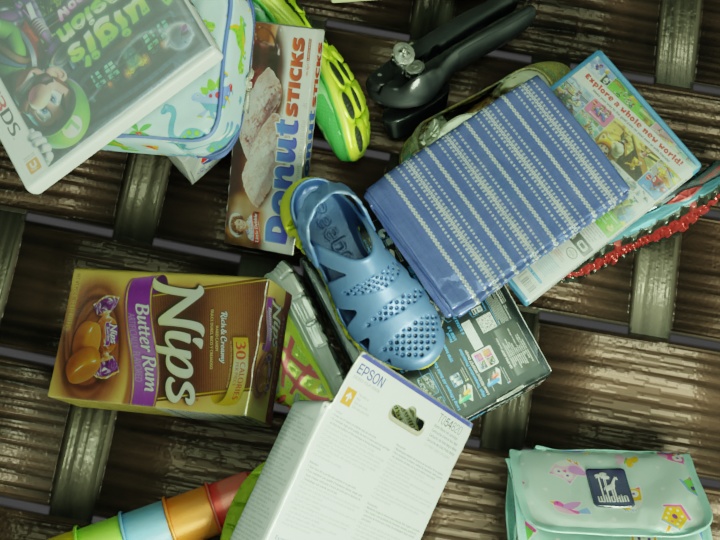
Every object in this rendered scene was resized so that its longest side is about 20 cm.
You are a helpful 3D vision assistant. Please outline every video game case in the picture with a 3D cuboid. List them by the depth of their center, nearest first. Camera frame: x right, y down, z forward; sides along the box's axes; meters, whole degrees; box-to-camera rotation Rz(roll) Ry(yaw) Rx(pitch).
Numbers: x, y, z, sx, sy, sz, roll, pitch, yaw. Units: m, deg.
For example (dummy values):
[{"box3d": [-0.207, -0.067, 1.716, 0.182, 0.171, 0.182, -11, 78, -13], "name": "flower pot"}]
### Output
[{"box3d": [-0.238, -0.195, 0.941, 0.199, 0.023, 0.183, -34, 77, 7], "name": "video game case"}, {"box3d": [0.182, -0.085, 1.007, 0.199, 0.018, 0.144, -37, 74, -3], "name": "video game case"}]

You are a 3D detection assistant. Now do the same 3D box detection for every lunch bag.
[{"box3d": [0.205, 0.245, 0.933, 0.167, 0.122, 0.203, 0, 67, 1], "name": "lunch bag"}, {"box3d": [-0.192, -0.186, 0.981, 0.196, 0.082, 0.164, 4, 87, 13], "name": "lunch bag"}]

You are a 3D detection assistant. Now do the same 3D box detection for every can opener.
[{"box3d": [0.086, -0.211, 1.081, 0.199, 0.079, 0.063, -41, 68, -19], "name": "can opener"}]

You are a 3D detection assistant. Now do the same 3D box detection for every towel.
[{"box3d": [0.119, -0.066, 0.986, 0.199, 0.024, 0.146, -34, 73, -8], "name": "towel"}]

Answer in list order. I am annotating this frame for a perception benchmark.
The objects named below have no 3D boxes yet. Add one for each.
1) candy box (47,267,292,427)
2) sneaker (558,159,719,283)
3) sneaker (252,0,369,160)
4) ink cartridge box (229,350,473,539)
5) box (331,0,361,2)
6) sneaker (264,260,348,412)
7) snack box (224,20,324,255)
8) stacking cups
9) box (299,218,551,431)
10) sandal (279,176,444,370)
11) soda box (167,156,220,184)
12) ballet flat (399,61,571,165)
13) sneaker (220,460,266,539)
[{"box3d": [-0.164, 0.064, 0.970, 0.197, 0.056, 0.119, 2, 74, 20], "name": "candy box"}, {"box3d": [0.247, -0.070, 1.037, 0.197, 0.079, 0.097, -24, 75, -7], "name": "sneaker"}, {"box3d": [-0.061, -0.183, 1.066, 0.083, 0.074, 0.201, -37, 84, 22], "name": "sneaker"}, {"box3d": [-0.006, 0.180, 0.904, 0.040, 0.199, 0.202, 20, 79, 40], "name": "ink cartridge box"}, {"box3d": [0.063, -0.352, 1.049, 0.196, 0.177, 0.098, -5, 62, -2], "name": "box"}, {"box3d": [-0.056, 0.098, 0.994, 0.089, 0.078, 0.202, -27, 71, -1], "name": "sneaker"}, {"box3d": [-0.079, -0.120, 1.021, 0.071, 0.024, 0.204, 10, 101, 15], "name": "snack box"}, {"box3d": [-0.181, 0.226, 0.966, 0.197, 0.061, 0.061, -19, 76, -12], "name": "stacking cups"}, {"box3d": [0.057, 0.045, 1.018, 0.157, 0.046, 0.202, -27, 77, -8], "name": "box"}, {"box3d": [0.000, 0.000, 0.958, 0.079, 0.087, 0.201, -38, 85, -12], "name": "sandal"}, {"box3d": [-0.202, -0.181, 1.063, 0.068, 0.064, 0.200, -41, 80, -9], "name": "soda box"}, {"box3d": [0.126, -0.144, 1.060, 0.198, 0.071, 0.071, -29, 78, -9], "name": "ballet flat"}, {"box3d": [-0.083, 0.242, 0.943, 0.073, 0.084, 0.202, 24, 81, 16], "name": "sneaker"}]
